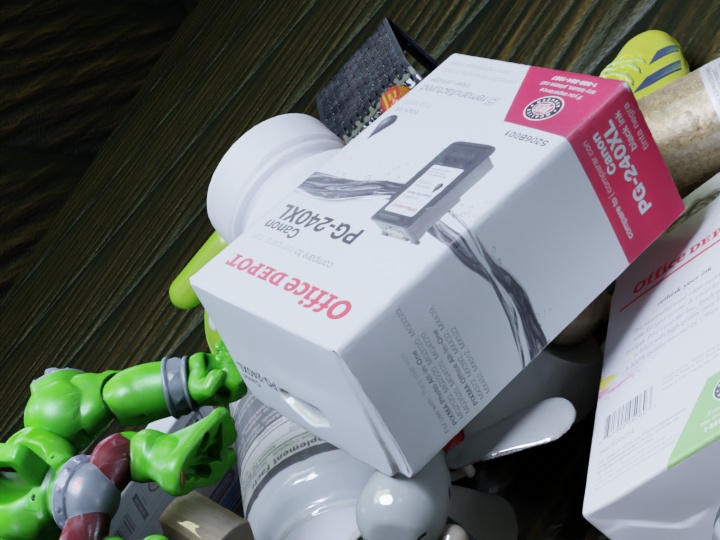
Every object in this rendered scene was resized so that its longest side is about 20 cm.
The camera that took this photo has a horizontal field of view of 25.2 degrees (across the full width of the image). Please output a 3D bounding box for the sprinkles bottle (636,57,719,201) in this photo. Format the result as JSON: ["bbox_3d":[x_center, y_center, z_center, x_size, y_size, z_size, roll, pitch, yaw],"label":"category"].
[{"bbox_3d":[0.215,-0.089,0.844,0.199,0.068,0.068,-26,25,18],"label":"sprinkles bottle"}]

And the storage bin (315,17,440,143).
[{"bbox_3d":[0.046,-0.109,1.290,0.094,0.135,0.200,-46,17,12],"label":"storage bin"}]

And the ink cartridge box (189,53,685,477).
[{"bbox_3d":[0.035,-0.011,0.794,0.200,0.084,0.145,-41,31,-19],"label":"ink cartridge box"}]

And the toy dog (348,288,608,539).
[{"bbox_3d":[0.081,0.087,0.811,0.200,0.096,0.132,-53,-13,-25],"label":"toy dog"}]

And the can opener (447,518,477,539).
[{"bbox_3d":[0.066,0.188,0.793,0.066,0.053,0.200,-16,23,3],"label":"can opener"}]

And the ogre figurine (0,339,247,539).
[{"bbox_3d":[-0.141,0.118,0.825,0.119,0.098,0.202,10,78,22],"label":"ogre figurine"}]

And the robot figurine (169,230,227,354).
[{"bbox_3d":[-0.057,0.045,1.209,0.116,0.176,0.200,-40,-11,-10],"label":"robot figurine"}]

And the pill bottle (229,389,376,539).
[{"bbox_3d":[-0.016,0.126,0.963,0.113,0.113,0.201,-44,31,20],"label":"pill bottle"}]

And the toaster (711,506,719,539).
[{"bbox_3d":[0.210,0.092,0.500,0.200,0.113,0.129,-42,23,21],"label":"toaster"}]

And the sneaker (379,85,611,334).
[{"bbox_3d":[0.083,-0.038,0.993,0.077,0.201,0.073,-37,-9,4],"label":"sneaker"}]

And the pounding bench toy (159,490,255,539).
[{"bbox_3d":[-0.099,0.237,0.890,0.124,0.156,0.200,31,80,40],"label":"pounding bench toy"}]

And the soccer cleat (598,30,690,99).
[{"bbox_3d":[0.164,-0.101,1.059,0.065,0.084,0.201,-29,28,49],"label":"soccer cleat"}]

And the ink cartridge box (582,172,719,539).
[{"bbox_3d":[0.176,0.038,0.767,0.117,0.067,0.201,-39,21,37],"label":"ink cartridge box"}]

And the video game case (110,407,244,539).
[{"bbox_3d":[-0.109,0.186,0.993,0.018,0.201,0.144,11,50,31],"label":"video game case"}]

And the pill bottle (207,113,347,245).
[{"bbox_3d":[0.000,0.000,0.948,0.114,0.113,0.200,-48,56,6],"label":"pill bottle"}]
